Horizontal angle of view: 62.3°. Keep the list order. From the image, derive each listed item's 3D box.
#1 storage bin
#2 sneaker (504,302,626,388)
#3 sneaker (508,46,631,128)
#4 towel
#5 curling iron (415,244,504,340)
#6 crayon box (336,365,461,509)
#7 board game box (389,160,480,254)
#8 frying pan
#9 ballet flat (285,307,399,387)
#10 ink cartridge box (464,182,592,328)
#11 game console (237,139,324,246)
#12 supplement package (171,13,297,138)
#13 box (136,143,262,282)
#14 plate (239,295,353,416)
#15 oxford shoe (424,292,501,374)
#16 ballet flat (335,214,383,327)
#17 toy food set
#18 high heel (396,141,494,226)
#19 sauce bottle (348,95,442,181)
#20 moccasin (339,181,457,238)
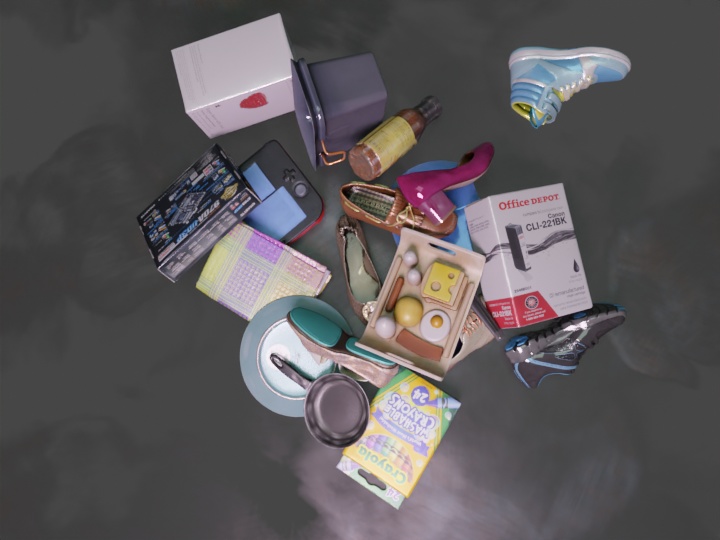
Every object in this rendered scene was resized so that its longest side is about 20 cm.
[{"bbox_3d":[-0.030,-0.260,0.982,0.132,0.200,0.148,-18,79,-6],"label":"storage bin"},{"bbox_3d":[0.333,0.116,0.952,0.198,0.073,0.083,-25,96,7],"label":"sneaker"},{"bbox_3d":[0.345,-0.301,1.003,0.197,0.080,0.133,6,80,16],"label":"sneaker"},{"bbox_3d":[-0.164,0.017,1.010,0.198,0.023,0.145,28,91,-3],"label":"towel"},{"bbox_3d":[0.156,0.033,0.944,0.049,0.026,0.200,-40,71,-4],"label":"curling iron"},{"bbox_3d":[0.059,0.266,0.958,0.125,0.052,0.202,30,86,10],"label":"crayon box"},{"bbox_3d":[0.131,-0.083,1.012,0.156,0.039,0.203,-21,75,8],"label":"board game box"},{"bbox_3d":[-0.070,0.212,0.953,0.187,0.031,0.117,13,92,22],"label":"frying pan"},{"bbox_3d":[-0.036,0.129,0.943,0.198,0.068,0.068,26,123,13],"label":"ballet flat"},{"bbox_3d":[0.260,-0.023,0.933,0.142,0.084,0.204,-12,86,-19],"label":"ink cartridge box"},{"bbox_3d":[-0.179,-0.109,1.050,0.199,0.031,0.178,-38,80,-1],"label":"game console"},{"bbox_3d":[-0.204,-0.335,1.041,0.197,0.121,0.122,-18,79,4],"label":"supplement package"},{"bbox_3d":[-0.278,-0.102,1.010,0.200,0.046,0.159,-42,49,2],"label":"box"},{"bbox_3d":[-0.104,0.144,0.989,0.196,0.026,0.204,0,90,-1],"label":"plate"},{"bbox_3d":[0.176,0.097,0.959,0.200,0.074,0.071,-45,77,-3],"label":"oxford shoe"},{"bbox_3d":[0.000,0.000,1.007,0.066,0.046,0.203,-16,80,4],"label":"ballet flat"},{"bbox_3d":[0.092,0.047,0.905,0.142,0.060,0.203,20,78,16],"label":"toy food set"},{"bbox_3d":[0.139,-0.166,0.936,0.096,0.067,0.201,45,55,-9],"label":"high heel"},{"bbox_3d":[0.065,-0.227,0.997,0.066,0.066,0.200,44,64,10],"label":"sauce bottle"},{"bbox_3d":[0.060,-0.103,0.969,0.199,0.078,0.075,23,82,16],"label":"moccasin"}]
